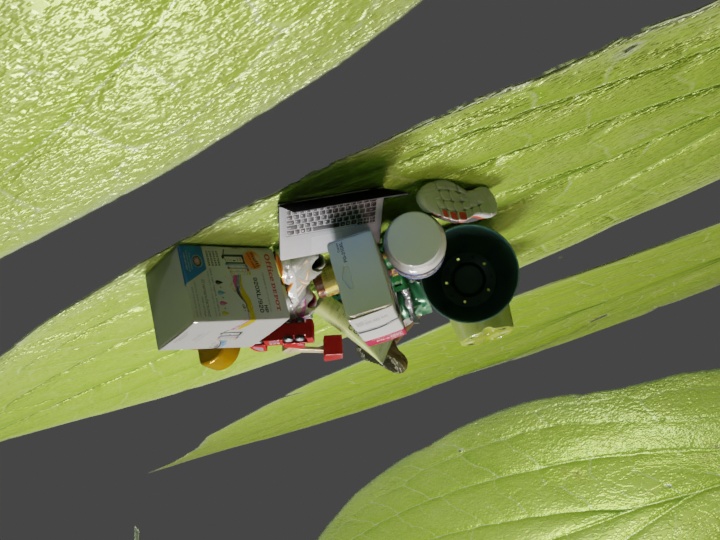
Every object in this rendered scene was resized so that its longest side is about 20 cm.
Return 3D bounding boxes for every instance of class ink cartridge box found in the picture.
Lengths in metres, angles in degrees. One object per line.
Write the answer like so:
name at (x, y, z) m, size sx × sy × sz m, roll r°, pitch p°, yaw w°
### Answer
ink cartridge box at (-0.258, 0.050, 1.432) m, size 0.199 × 0.148 × 0.144 m, roll 1°, pitch 155°, yaw -41°
ink cartridge box at (0.014, 0.036, 1.402) m, size 0.084 × 0.145 × 0.200 m, roll -18°, pitch 160°, yaw 4°

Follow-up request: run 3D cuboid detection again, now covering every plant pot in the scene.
plant pot at (0.274, 0.073, 1.874) m, size 0.199 × 0.185 × 0.201 m, roll -15°, pitch 162°, yaw -5°
plant pot at (0.228, 0.013, 1.668) m, size 0.200 × 0.202 × 0.161 m, roll -17°, pitch 173°, yaw 5°

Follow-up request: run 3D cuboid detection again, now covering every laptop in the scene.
laptop at (-0.033, -0.071, 1.305) m, size 0.186 × 0.116 × 0.201 m, roll -10°, pitch 136°, yaw -15°

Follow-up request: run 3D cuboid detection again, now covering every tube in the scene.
tube at (-0.014, 0.124, 1.770) m, size 0.058 × 0.200 × 0.052 m, roll -52°, pitch -168°, yaw 5°

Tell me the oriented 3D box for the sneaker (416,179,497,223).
sneaker at (0.163, -0.111, 1.437) m, size 0.199 × 0.077 × 0.082 m, roll 3°, pitch 160°, yaw -42°

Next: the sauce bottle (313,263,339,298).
sauce bottle at (0.000, 0.000, 1.627) m, size 0.199 × 0.066 × 0.066 m, roll -17°, pitch 161°, yaw 0°

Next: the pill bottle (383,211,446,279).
pill bottle at (0.100, -0.046, 1.444) m, size 0.113 × 0.114 × 0.200 m, roll -17°, pitch 174°, yaw 4°

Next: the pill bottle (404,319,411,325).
pill bottle at (0.044, 0.064, 1.768) m, size 0.114 × 0.115 × 0.200 m, roll -24°, pitch 160°, yaw 23°

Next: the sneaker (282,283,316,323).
sneaker at (-0.137, 0.083, 1.727) m, size 0.088 × 0.082 × 0.200 m, roll -11°, pitch 162°, yaw -8°

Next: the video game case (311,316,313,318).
video game case at (-0.226, 0.125, 1.875) m, size 0.143 × 0.018 × 0.200 m, roll -27°, pitch 158°, yaw 29°

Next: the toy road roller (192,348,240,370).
toy road roller at (-0.270, 0.116, 1.611) m, size 0.199 × 0.147 × 0.123 m, roll -19°, pitch 162°, yaw 9°

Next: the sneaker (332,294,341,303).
sneaker at (-0.012, 0.096, 1.868) m, size 0.073 × 0.082 × 0.200 m, roll -19°, pitch 160°, yaw 15°

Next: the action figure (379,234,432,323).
action figure at (0.071, 0.019, 1.595) m, size 0.118 × 0.201 × 0.055 m, roll -20°, pitch -158°, yaw -8°

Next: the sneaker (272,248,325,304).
sneaker at (-0.109, 0.005, 1.549) m, size 0.092 × 0.076 × 0.200 m, roll -19°, pitch 163°, yaw -5°

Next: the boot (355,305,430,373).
boot at (0.100, 0.139, 1.879) m, size 0.200 × 0.066 × 0.175 m, roll -46°, pitch -144°, yaw -22°

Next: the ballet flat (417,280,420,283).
ballet flat at (0.115, 0.006, 1.775) m, size 0.068 × 0.046 × 0.200 m, roll -54°, pitch 150°, yaw 7°

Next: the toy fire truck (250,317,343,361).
toy fire truck at (-0.141, 0.153, 1.715) m, size 0.199 × 0.049 × 0.141 m, roll -5°, pitch 152°, yaw 2°
